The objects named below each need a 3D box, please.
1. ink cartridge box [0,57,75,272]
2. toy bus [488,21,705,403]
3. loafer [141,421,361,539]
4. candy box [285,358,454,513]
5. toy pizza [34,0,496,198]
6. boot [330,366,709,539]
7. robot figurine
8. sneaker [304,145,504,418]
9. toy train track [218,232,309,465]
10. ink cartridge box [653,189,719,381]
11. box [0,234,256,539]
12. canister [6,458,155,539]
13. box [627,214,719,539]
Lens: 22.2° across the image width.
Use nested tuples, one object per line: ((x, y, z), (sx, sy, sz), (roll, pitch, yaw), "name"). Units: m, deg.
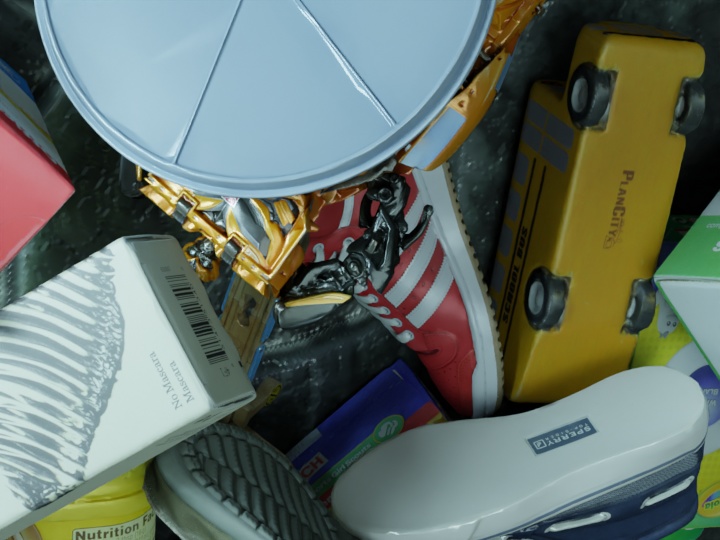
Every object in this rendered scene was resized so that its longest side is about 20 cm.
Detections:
((-0.188, -0.065, 0.764), (0.067, 0.200, 0.116), (-45, 118, 3), "ink cartridge box")
((0.117, -0.030, 0.949), (0.064, 0.078, 0.202), (2, 110, -22), "toy bus")
((-0.036, 0.145, 0.838), (0.069, 0.075, 0.200), (-35, 123, 15), "loafer")
((0.022, 0.180, 1.005), (0.169, 0.077, 0.200), (-40, 117, -2), "candy box")
((-0.039, -0.128, 0.762), (0.198, 0.032, 0.203), (-1, 83, 9), "toy pizza")
((0.085, 0.121, 0.932), (0.198, 0.073, 0.091), (-15, 132, -7), "boot")
((-0.017, -0.075, 0.799), (0.145, 0.058, 0.201), (38, 90, 8), "robot figurine")
((0.000, 0.000, 0.928), (0.112, 0.071, 0.202), (-23, 110, -12), "sneaker")
((-0.058, 0.041, 0.906), (0.033, 0.114, 0.201), (-41, 161, -44), "toy train track")
((0.266, -0.012, 0.957), (0.200, 0.084, 0.146), (-49, 116, -23), "ink cartridge box")
((-0.150, 0.066, 0.758), (0.199, 0.068, 0.083), (-31, 85, 12), "box")
((-0.147, 0.147, 0.897), (0.086, 0.149, 0.202), (-3, 114, -18), "canister")
((0.178, 0.071, 1.024), (0.116, 0.048, 0.202), (0, 113, -27), "box")
